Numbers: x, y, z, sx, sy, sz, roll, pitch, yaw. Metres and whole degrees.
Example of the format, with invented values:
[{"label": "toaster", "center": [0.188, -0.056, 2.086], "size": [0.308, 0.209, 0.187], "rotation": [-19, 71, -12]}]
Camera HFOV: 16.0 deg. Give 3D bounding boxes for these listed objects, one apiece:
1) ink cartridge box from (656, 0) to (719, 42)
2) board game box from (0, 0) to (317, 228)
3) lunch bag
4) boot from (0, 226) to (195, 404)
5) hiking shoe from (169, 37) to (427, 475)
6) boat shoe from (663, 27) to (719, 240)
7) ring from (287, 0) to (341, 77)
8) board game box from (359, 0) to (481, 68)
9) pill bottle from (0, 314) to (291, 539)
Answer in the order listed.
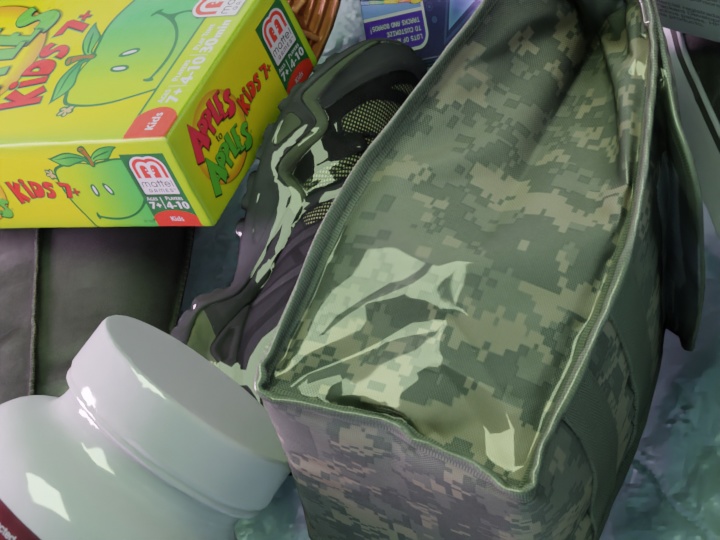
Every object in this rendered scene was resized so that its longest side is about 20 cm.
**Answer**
[{"label": "ink cartridge box", "center": [0.124, -0.156, 0.823], "size": [0.146, 0.200, 0.084], "rotation": [19, 69, 26]}, {"label": "board game box", "center": [-0.129, -0.067, 1.071], "size": [0.200, 0.048, 0.102], "rotation": [0, 44, 33]}, {"label": "lunch bag", "center": [0.057, 0.001, 0.885], "size": [0.117, 0.164, 0.200], "rotation": [19, 69, 14]}, {"label": "boot", "center": [-0.149, 0.045, 1.055], "size": [0.181, 0.073, 0.200], "rotation": [-10, 56, 5]}, {"label": "hiking shoe", "center": [0.000, 0.000, 1.016], "size": [0.101, 0.076, 0.200], "rotation": [15, 66, 19]}, {"label": "boat shoe", "center": [0.164, -0.023, 0.892], "size": [0.064, 0.071, 0.200], "rotation": [-43, 60, 32]}, {"label": "ring", "center": [-0.097, -0.143, 1.127], "size": [0.200, 0.019, 0.201], "rotation": [2, 94, 26]}, {"label": "board game box", "center": [0.074, -0.159, 1.023], "size": [0.200, 0.034, 0.136], "rotation": [-7, 93, 44]}, {"label": "pill bottle", "center": [-0.115, 0.120, 0.913], "size": [0.200, 0.113, 0.113], "rotation": [-53, 45, 9]}]
